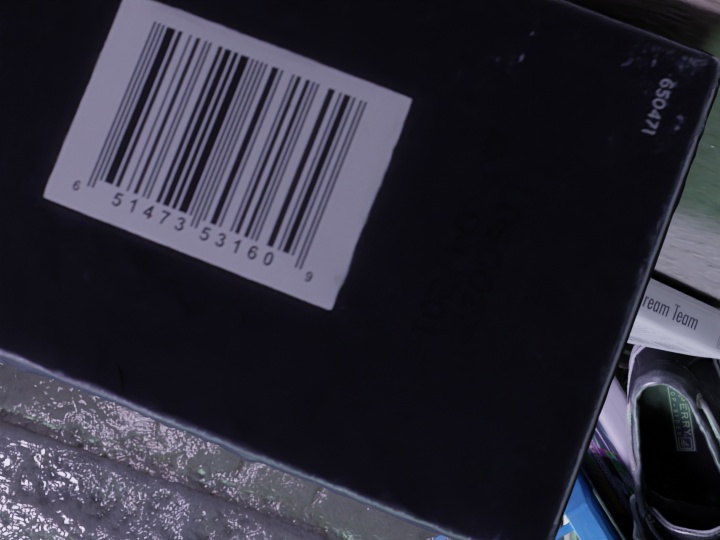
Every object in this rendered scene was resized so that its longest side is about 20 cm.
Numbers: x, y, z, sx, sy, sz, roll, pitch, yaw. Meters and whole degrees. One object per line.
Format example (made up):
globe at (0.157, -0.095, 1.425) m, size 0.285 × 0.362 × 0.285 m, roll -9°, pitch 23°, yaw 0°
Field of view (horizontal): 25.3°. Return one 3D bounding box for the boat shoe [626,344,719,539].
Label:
boat shoe at (0.172, 0.128, 0.814) m, size 0.073 × 0.201 × 0.068 m, roll 0°, pitch -154°, yaw 20°

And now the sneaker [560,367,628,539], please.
sneaker at (0.188, 0.139, 1.136) m, size 0.088 × 0.077 × 0.201 m, roll 5°, pitch 138°, yaw 5°

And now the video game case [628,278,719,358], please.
video game case at (0.052, -0.008, 0.766) m, size 0.181 × 0.024 × 0.200 m, roll 23°, pitch 175°, yaw -25°

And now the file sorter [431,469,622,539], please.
file sorter at (0.104, 0.199, 0.881) m, size 0.139 × 0.122 × 0.200 m, roll 59°, pitch -175°, yaw 1°

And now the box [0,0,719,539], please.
box at (-0.029, -0.017, 0.436) m, size 0.199 × 0.124 × 0.198 m, roll 22°, pitch 174°, yaw 4°

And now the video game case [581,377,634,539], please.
video game case at (0.151, 0.123, 0.965) m, size 0.201 × 0.023 × 0.182 m, roll 59°, pitch 171°, yaw -5°
